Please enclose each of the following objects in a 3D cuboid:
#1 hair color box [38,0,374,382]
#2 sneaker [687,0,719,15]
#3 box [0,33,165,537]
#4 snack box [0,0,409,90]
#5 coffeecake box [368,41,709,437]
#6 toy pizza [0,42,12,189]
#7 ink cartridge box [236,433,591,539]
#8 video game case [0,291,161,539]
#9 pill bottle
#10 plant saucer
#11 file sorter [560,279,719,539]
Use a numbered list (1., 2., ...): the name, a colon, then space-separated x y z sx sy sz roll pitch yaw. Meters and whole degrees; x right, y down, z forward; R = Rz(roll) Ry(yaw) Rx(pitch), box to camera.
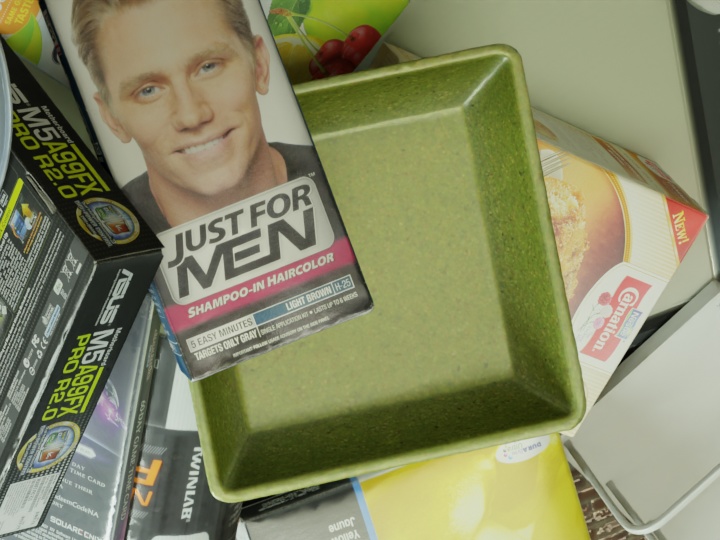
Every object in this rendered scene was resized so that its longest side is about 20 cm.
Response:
1. hair color box: -0.076 -0.057 1.358 0.100 0.061 0.201 -22 95 -7
2. sneaker: 0.233 -0.221 1.488 0.070 0.080 0.201 17 113 -30
3. box: -0.185 0.010 1.381 0.044 0.160 0.200 -11 140 -40
4. snack box: -0.094 -0.143 1.421 0.200 0.053 0.142 34 102 -32
5. coffeecake box: 0.067 -0.014 1.545 0.199 0.073 0.154 21 108 -30
6. toy pizza: -0.249 -0.089 1.345 0.199 0.032 0.201 7 108 23
7. ink cartridge box: 0.047 0.203 1.638 0.197 0.047 0.201 -20 98 -10
8. video game case: -0.180 0.073 1.475 0.019 0.142 0.201 -34 141 -57
9. pill bottle: -0.110 0.096 1.520 0.106 0.106 0.201 1 118 -21
10. plant saucer: 0.000 0.000 1.427 0.199 0.048 0.201 -12 94 -8
11. file sorter: 0.238 0.136 1.667 0.139 0.125 0.200 -43 124 6
